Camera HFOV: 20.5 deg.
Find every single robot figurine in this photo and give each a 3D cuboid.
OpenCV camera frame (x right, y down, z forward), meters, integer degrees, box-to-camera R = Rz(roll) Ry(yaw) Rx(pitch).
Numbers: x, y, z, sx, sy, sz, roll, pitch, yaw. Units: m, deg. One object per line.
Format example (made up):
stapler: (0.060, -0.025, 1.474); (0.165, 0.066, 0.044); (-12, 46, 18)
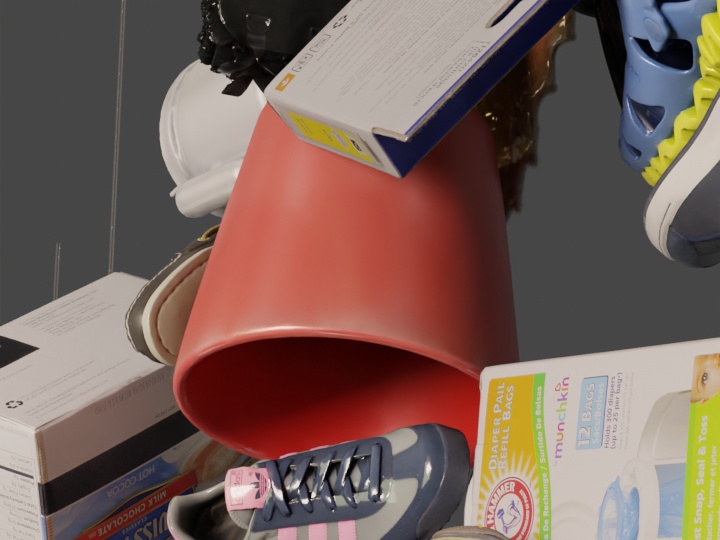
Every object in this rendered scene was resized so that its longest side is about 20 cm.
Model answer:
robot figurine: (-0.055, -0.098, 1.282); (0.199, 0.113, 0.170); (-19, 23, 51)

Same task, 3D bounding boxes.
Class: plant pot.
plant pot: (0.000, 0.000, 1.119); (0.200, 0.199, 0.179); (-28, 48, 47)

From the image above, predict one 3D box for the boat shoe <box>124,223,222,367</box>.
boat shoe: (-0.080, 0.010, 1.202); (0.060, 0.201, 0.073); (-1, 107, 35)

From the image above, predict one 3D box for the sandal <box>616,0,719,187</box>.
sandal: (0.154, -0.113, 0.933); (0.087, 0.079, 0.200); (45, 157, 16)

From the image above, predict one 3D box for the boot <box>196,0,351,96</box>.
boot: (-0.006, -0.182, 1.177); (0.073, 0.161, 0.200); (105, 177, -67)

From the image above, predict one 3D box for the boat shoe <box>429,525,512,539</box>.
boat shoe: (0.085, 0.212, 0.923); (0.073, 0.200, 0.074); (-43, 4, -31)

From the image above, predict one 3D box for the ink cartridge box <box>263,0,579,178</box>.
ink cartridge box: (0.061, -0.132, 0.990); (0.198, 0.047, 0.200); (-45, 26, -8)

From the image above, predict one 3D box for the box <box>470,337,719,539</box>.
box: (0.151, 0.099, 0.931); (0.199, 0.101, 0.114); (-11, 69, 53)

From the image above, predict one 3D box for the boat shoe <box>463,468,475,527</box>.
boat shoe: (0.075, 0.192, 1.037); (0.056, 0.068, 0.202); (-28, 58, 47)

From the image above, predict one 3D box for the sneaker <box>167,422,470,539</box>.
sneaker: (-0.028, 0.128, 1.094); (0.199, 0.082, 0.071); (-31, 46, 40)

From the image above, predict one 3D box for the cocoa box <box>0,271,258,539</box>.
cocoa box: (-0.170, 0.105, 1.239); (0.132, 0.199, 0.133); (14, 118, 35)

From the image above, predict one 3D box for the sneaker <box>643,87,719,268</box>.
sneaker: (0.210, -0.014, 0.908); (0.147, 0.077, 0.203); (51, 160, 14)

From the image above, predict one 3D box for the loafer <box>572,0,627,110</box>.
loafer: (0.138, -0.166, 1.071); (0.070, 0.068, 0.202); (-36, 53, 31)
